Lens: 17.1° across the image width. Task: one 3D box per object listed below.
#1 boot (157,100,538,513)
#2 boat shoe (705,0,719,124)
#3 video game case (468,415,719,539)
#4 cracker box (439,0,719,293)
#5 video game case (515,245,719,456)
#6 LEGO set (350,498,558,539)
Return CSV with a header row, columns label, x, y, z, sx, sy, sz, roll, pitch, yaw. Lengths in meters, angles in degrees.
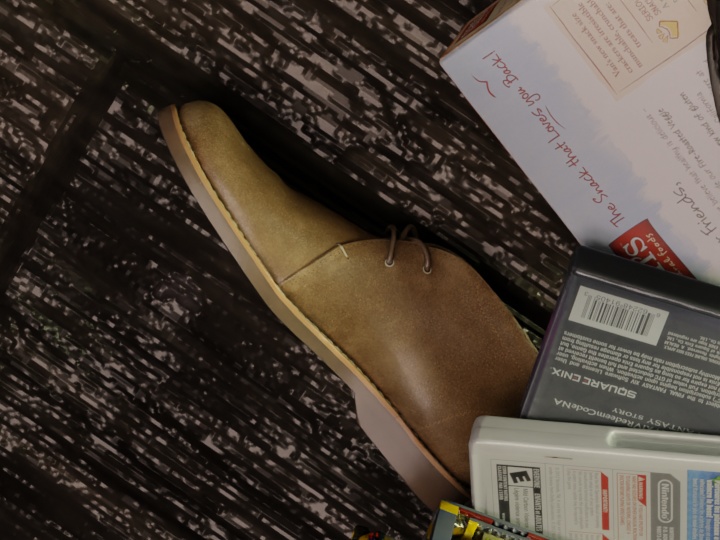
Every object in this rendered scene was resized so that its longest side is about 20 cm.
label,x,y,z,sx,sy,sz,roll,pitch,yaw
boot,0.000,0.000,0.942,0.075,0.074,0.200,-38,105,9
boat shoe,0.153,-0.070,0.802,0.071,0.066,0.202,-4,111,16
video game case,0.144,0.121,0.925,0.199,0.018,0.144,4,129,12
cracker box,0.147,-0.086,0.866,0.200,0.058,0.134,-35,100,23
video game case,0.125,0.088,0.926,0.142,0.019,0.200,17,131,1
LEGO set,0.072,0.183,0.905,0.199,0.116,0.154,26,130,-6
